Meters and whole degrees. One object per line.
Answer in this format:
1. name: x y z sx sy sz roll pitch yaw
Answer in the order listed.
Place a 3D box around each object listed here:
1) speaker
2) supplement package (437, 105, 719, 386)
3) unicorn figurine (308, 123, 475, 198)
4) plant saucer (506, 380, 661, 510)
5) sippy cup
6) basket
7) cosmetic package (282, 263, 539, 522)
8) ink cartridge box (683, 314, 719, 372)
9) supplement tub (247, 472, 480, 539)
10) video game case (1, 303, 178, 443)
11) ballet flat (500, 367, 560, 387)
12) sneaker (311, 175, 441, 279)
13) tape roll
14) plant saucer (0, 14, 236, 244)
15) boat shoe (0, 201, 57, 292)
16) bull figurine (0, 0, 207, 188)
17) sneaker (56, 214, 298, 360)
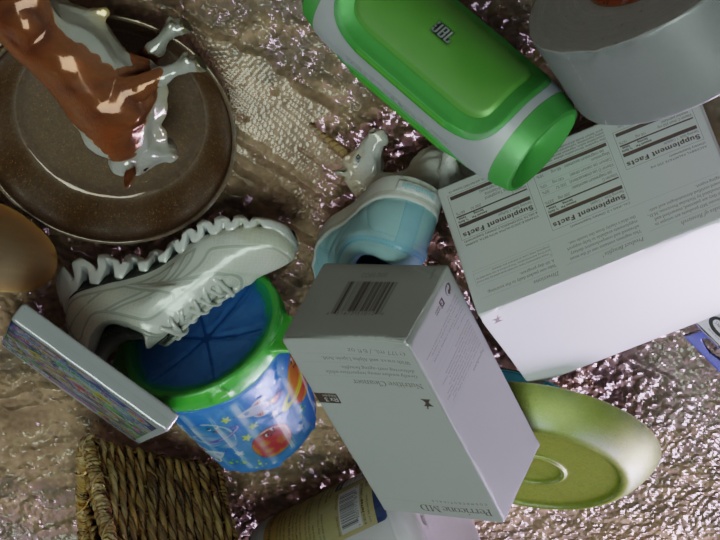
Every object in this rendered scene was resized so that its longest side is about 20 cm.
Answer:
1. speaker: 0.054 -0.146 1.391 0.200 0.088 0.089 42 122 15
2. supplement package: 0.182 -0.020 1.455 0.200 0.111 0.156 -21 152 10
3. unicorn figurine: 0.078 -0.078 1.489 0.200 0.074 0.137 29 132 -22
4. plant saucer: 0.138 0.146 1.576 0.200 0.031 0.200 9 152 5
5. sippy cup: -0.101 0.089 1.589 0.140 0.178 0.130 -41 132 -14
6. basket: -0.190 0.257 1.638 0.149 0.200 0.143 17 130 -39
7. cosmetic package: 0.040 0.090 1.447 0.113 0.081 0.200 0 134 34
8. ink cartridge box: 0.347 0.023 1.543 0.200 0.076 0.136 -38 114 23
9. supplement tub: -0.009 0.256 1.679 0.200 0.145 0.144 -28 118 20
10. video game case: -0.216 0.084 1.553 0.143 0.200 0.018 37 76 -5
11. ballet flat: 0.091 0.112 1.632 0.200 0.071 0.071 14 124 -7
12. sneaker: 0.000 0.000 1.503 0.074 0.082 0.200 21 154 -5
13. tape roll: 0.214 -0.188 1.334 0.200 0.200 0.066 -27 118 20
14. plant saucer: -0.192 -0.112 1.507 0.200 0.037 0.201 2 124 3
15. boat shoe: -0.332 -0.035 1.552 0.200 0.070 0.071 19 90 -5
16. bull figurine: -0.186 -0.151 1.422 0.121 0.065 0.200 -37 117 20
17. sneaker: -0.139 0.016 1.542 0.200 0.081 0.075 -18 148 13
